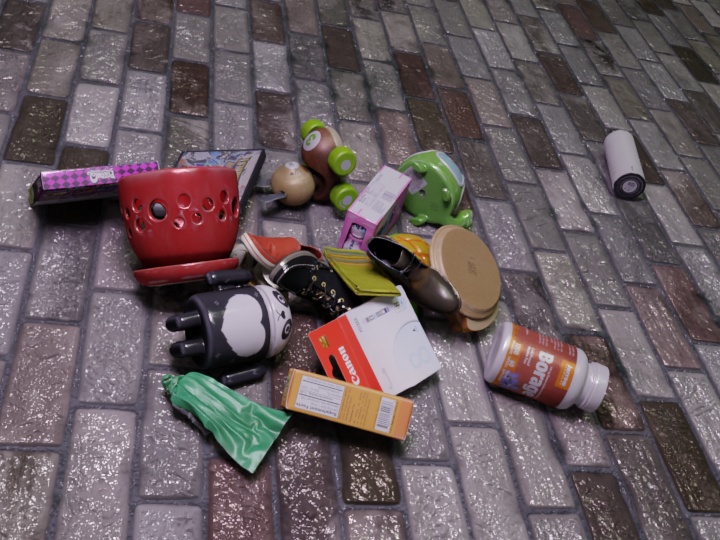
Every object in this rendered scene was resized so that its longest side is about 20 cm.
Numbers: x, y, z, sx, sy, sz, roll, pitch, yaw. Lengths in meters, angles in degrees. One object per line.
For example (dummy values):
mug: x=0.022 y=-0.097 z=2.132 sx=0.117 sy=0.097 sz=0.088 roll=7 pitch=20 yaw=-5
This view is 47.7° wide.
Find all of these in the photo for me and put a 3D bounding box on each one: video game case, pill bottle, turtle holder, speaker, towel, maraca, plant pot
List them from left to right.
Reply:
video game case: x=-0.475 y=-0.153 z=1.445 sx=0.198 sy=0.181 sz=0.036 roll=-10 pitch=91 yaw=-29
plant pot: x=-0.295 y=-0.073 z=1.368 sx=0.198 sy=0.200 sz=0.185 roll=-10 pitch=93 yaw=-29
video game case: x=-0.293 y=-0.174 z=1.586 sx=0.178 sy=0.026 sz=0.201 roll=0 pitch=41 yaw=11
towel: x=0.000 y=0.000 z=1.429 sx=0.085 sy=0.018 sz=0.200 roll=2 pitch=20 yaw=-20
maraca: x=0.079 y=0.011 z=1.516 sx=0.136 sy=0.107 sz=0.201 roll=32 pitch=49 yaw=-5
turtle holder: x=0.167 y=-0.174 z=1.723 sx=0.184 sy=0.142 sz=0.132 roll=31 pitch=41 yaw=15
pill bottle: x=0.326 y=0.174 z=1.429 sx=0.198 sy=0.113 sz=0.113 roll=20 pitch=41 yaw=2
speaker: x=0.667 y=-0.271 z=2.064 sx=0.080 sy=0.082 sz=0.201 roll=15 pitch=41 yaw=-5

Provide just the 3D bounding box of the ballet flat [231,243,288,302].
ballet flat: x=-0.192 y=-0.002 z=1.456 sx=0.070 sy=0.071 sz=0.200 roll=-20 pitch=54 yaw=-36

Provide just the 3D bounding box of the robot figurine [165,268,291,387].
robot figurine: x=-0.206 y=0.090 z=1.304 sx=0.198 sy=0.152 sz=0.125 roll=-8 pitch=36 yaw=-31

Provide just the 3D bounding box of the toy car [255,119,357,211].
toy car: x=-0.128 y=-0.194 z=1.639 sx=0.198 sy=0.159 sz=0.164 roll=-19 pitch=40 yaw=-21

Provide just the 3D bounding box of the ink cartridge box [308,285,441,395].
ink cartridge box: x=0.027 y=0.133 z=1.354 sx=0.199 sy=0.047 sz=0.162 roll=-25 pitch=88 yaw=-41

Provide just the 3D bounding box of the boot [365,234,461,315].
boot: x=0.086 y=0.009 z=1.405 sx=0.199 sy=0.075 sz=0.097 roll=38 pitch=6 yaw=15

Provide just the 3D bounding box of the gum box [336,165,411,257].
gum box: x=0.024 y=-0.106 z=1.614 sx=0.066 sy=0.114 sz=0.200 roll=26 pitch=41 yaw=9

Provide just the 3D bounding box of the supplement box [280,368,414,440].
supplement box: x=-0.022 y=0.208 z=1.270 sx=0.198 sy=0.067 sz=0.070 roll=19 pitch=80 yaw=-9

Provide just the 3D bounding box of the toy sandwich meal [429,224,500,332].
toy sandwich meal: x=0.187 y=0.014 z=1.522 sx=0.204 sy=0.070 sz=0.208 roll=22 pitch=54 yaw=-34

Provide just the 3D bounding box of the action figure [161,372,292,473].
action figure: x=-0.215 y=0.212 z=1.226 sx=0.199 sy=0.055 sz=0.118 roll=31 pitch=44 yaw=7

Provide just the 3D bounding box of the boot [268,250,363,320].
boot: x=-0.057 y=0.046 z=1.404 sx=0.154 sy=0.074 sz=0.203 roll=47 pitch=14 yaw=23

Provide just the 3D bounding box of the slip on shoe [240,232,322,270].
slip on shoe: x=-0.138 y=-0.035 z=1.445 sx=0.199 sy=0.061 sz=0.074 roll=21 pitch=24 yaw=-53
